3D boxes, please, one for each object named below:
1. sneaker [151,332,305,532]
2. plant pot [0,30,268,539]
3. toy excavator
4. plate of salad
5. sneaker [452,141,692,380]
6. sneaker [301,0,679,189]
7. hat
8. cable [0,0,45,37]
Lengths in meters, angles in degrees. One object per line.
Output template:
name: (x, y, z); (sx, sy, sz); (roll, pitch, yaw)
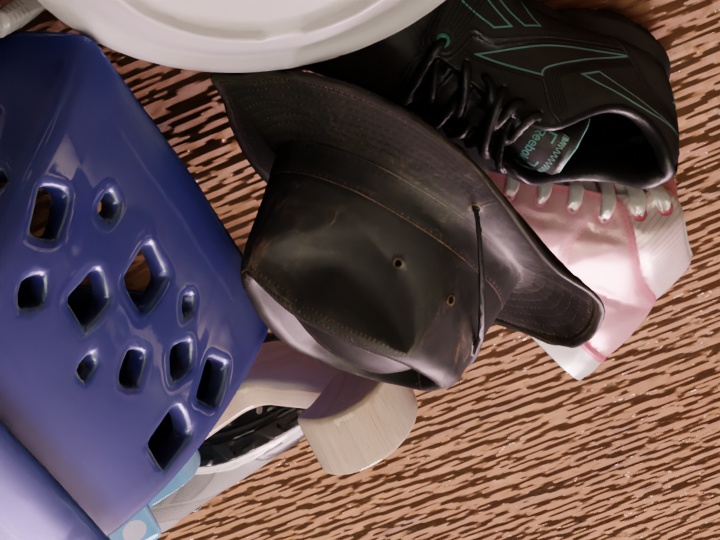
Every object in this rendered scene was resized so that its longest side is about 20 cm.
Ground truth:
sneaker: (-0.095, 0.091, 1.197); (0.199, 0.074, 0.079); (-26, 148, 23)
plant pot: (-0.178, 0.031, 0.958); (0.199, 0.181, 0.200); (3, 148, 26)
toy excavator: (-0.095, 0.067, 1.097); (0.199, 0.194, 0.100); (-34, 125, -10)
plate of salad: (-0.038, -0.150, 0.852); (0.199, 0.048, 0.201); (-5, 140, -5)
sneaker: (0.083, -0.037, 1.096); (0.105, 0.075, 0.200); (-41, 128, 11)
sneaker: (0.058, -0.086, 1.023); (0.199, 0.080, 0.076); (10, 135, -24)
hat: (0.000, 0.000, 0.989); (0.081, 0.200, 0.201); (-56, 139, -14)
cable: (-0.189, -0.146, 0.814); (0.200, 0.069, 0.201); (-41, 144, -37)
